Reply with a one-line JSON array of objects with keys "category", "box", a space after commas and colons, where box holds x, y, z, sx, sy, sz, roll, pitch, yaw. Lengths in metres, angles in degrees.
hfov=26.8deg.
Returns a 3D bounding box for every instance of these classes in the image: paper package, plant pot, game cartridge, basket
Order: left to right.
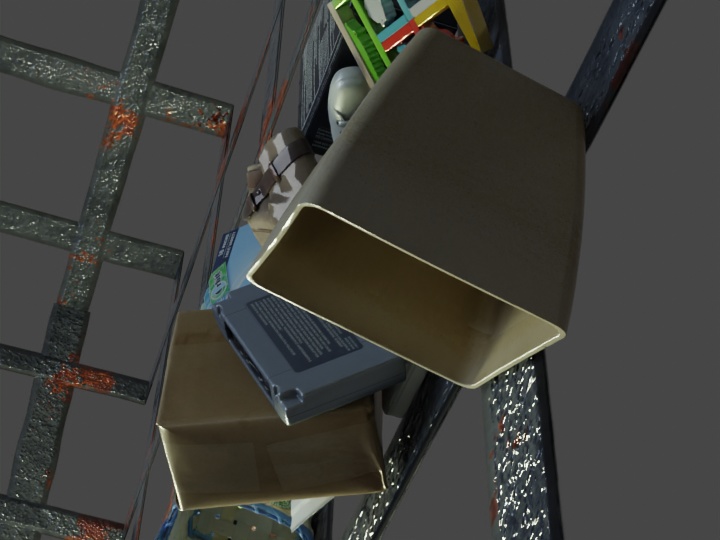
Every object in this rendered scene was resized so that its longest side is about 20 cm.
[{"category": "basket", "box": [-0.136, 0.300, 1.576, 0.201, 0.174, 0.140, -77, 3, -61]}, {"category": "paper package", "box": [-0.077, 0.119, 1.409, 0.191, 0.197, 0.104, -88, -10, -57]}, {"category": "game cartridge", "box": [-0.042, 0.060, 1.359, 0.200, 0.132, 0.042, -132, 31, -55]}, {"category": "plant pot", "box": [0.056, -0.052, 1.100, 0.179, 0.198, 0.200, -67, 8, -20]}]

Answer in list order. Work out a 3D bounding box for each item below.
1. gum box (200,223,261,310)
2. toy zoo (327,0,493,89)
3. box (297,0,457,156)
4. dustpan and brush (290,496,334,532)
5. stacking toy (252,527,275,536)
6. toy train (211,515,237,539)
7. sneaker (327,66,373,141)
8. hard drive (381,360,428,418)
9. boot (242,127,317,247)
[{"category": "gum box", "box": [-0.093, 0.008, 1.697, 0.199, 0.044, 0.171, -20, 44, 38]}, {"category": "toy zoo", "box": [0.053, -0.242, 1.453, 0.199, 0.020, 0.132, -27, 91, 55]}, {"category": "box", "box": [0.016, -0.250, 1.667, 0.201, 0.122, 0.200, -91, 20, -51]}, {"category": "dustpan and brush", "box": [-0.016, 0.153, 1.520, 0.140, 0.057, 0.202, -45, 36, 46]}, {"category": "stacking toy", "box": [-0.125, 0.244, 1.752, 0.110, 0.115, 0.201, -61, -31, -41]}, {"category": "toy train", "box": [-0.170, 0.335, 1.840, 0.201, 0.113, 0.087, -90, 19, -50]}, {"category": "sneaker", "box": [0.009, -0.117, 1.585, 0.085, 0.072, 0.201, -92, -7, -47]}, {"category": "hard drive", "box": [0.063, 0.017, 1.349, 0.133, 0.026, 0.201, -88, 16, -47]}, {"category": "boot", "box": [-0.053, -0.079, 1.581, 0.199, 0.070, 0.148, -27, 73, 42]}]
